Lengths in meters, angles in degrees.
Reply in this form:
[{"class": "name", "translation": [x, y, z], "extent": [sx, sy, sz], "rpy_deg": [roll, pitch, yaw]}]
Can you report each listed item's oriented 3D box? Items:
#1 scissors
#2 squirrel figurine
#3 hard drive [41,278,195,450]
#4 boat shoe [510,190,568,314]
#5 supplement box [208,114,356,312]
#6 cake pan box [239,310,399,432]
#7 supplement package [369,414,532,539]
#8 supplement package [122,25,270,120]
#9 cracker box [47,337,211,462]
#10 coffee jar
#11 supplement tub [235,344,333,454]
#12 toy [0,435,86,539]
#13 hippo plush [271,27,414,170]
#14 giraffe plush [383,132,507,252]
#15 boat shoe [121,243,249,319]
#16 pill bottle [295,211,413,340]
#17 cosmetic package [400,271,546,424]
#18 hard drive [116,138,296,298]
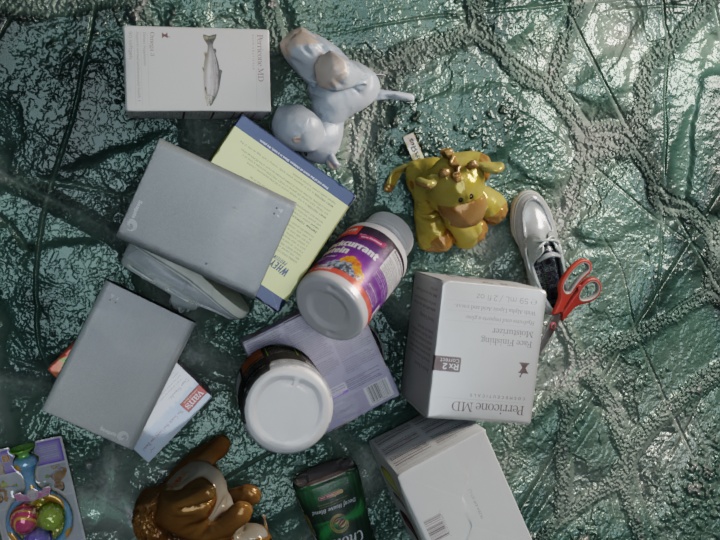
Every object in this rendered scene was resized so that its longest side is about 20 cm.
[{"class": "scissors", "translation": [0.296, 0.070, 1.429], "extent": [0.200, 0.014, 0.073], "rpy_deg": [-47, 115, -5]}, {"class": "squirrel figurine", "translation": [-0.231, 0.384, 1.371], "extent": [0.199, 0.142, 0.187], "rpy_deg": [-30, 110, 6]}, {"class": "hard drive", "translation": [-0.338, 0.133, 1.306], "extent": [0.139, 0.033, 0.201], "rpy_deg": [27, 88, -12]}, {"class": "boat shoe", "translation": [0.290, -0.027, 1.457], "extent": [0.070, 0.071, 0.202], "rpy_deg": [-15, 97, -11]}, {"class": "supplement box", "translation": [-0.150, -0.080, 1.336], "extent": [0.199, 0.134, 0.200], "rpy_deg": [34, 87, -11]}, {"class": "cake pan box", "translation": [-0.058, 0.145, 1.416], "extent": [0.199, 0.052, 0.185], "rpy_deg": [-27, 101, -9]}, {"class": "supplement package", "translation": [0.130, 0.330, 1.392], "extent": [0.146, 0.200, 0.192], "rpy_deg": [-25, 98, -9]}, {"class": "supplement package", "translation": [-0.232, -0.277, 1.314], "extent": [0.198, 0.117, 0.118], "rpy_deg": [-2, 94, -12]}, {"class": "cracker box", "translation": [-0.333, 0.160, 1.355], "extent": [0.134, 0.058, 0.200], "rpy_deg": [-45, 100, -6]}, {"class": "coffee jar", "translation": [-0.027, 0.398, 1.422], "extent": [0.104, 0.085, 0.201], "rpy_deg": [-19, 98, -10]}, {"class": "supplement tub", "translation": [-0.109, 0.170, 1.281], "extent": [0.122, 0.200, 0.124], "rpy_deg": [-1, 95, -9]}, {"class": "toy", "translation": [-0.471, 0.351, 1.344], "extent": [0.114, 0.047, 0.202], "rpy_deg": [-11, 96, -9]}, {"class": "hippo plush", "translation": [-0.063, -0.247, 1.362], "extent": [0.199, 0.159, 0.161], "rpy_deg": [12, 115, -53]}, {"class": "giraffe plush", "translation": [0.141, -0.121, 1.380], "extent": [0.172, 0.162, 0.200], "rpy_deg": [-42, 101, -6]}, {"class": "boat shoe", "translation": [-0.259, 0.020, 1.362], "extent": [0.200, 0.070, 0.072], "rpy_deg": [36, 104, -12]}, {"class": "pill bottle", "translation": [0.000, 0.000, 1.346], "extent": [0.112, 0.111, 0.200], "rpy_deg": [50, 44, -11]}, {"class": "cosmetic package", "translation": [0.166, 0.113, 1.401], "extent": [0.164, 0.165, 0.202], "rpy_deg": [5, 93, -11]}, {"class": "hard drive", "translation": [-0.204, -0.068, 1.234], "extent": [0.199, 0.033, 0.140], "rpy_deg": [25, 89, -10]}]
